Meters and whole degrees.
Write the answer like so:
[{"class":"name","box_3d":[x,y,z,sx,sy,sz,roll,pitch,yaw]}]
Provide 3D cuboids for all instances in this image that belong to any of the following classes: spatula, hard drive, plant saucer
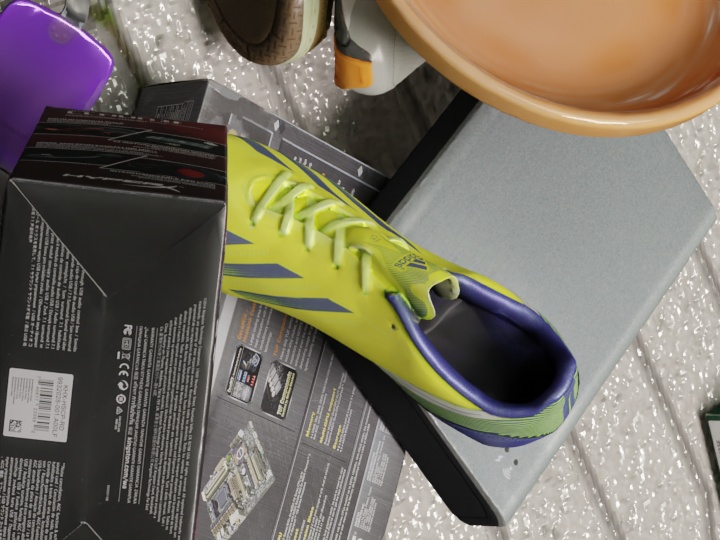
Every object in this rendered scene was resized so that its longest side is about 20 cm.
[{"class":"spatula","box_3d":[-0.105,-0.133,1.109,0.057,0.021,0.200,31,75,-30]},{"class":"hard drive","box_3d":[0.070,-0.008,1.207,0.140,0.033,0.200,54,55,-26]},{"class":"plant saucer","box_3d":[0.081,-0.141,1.151,0.200,0.037,0.200,9,62,-18]}]

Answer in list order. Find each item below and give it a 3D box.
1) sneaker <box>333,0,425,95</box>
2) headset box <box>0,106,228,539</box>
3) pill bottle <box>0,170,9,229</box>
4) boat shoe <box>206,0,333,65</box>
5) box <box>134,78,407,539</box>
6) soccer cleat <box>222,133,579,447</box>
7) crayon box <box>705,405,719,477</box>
[{"class":"sneaker","box_3d":[0.056,-0.140,1.192,0.076,0.092,0.200,91,24,-44]},{"class":"headset box","box_3d":[-0.090,0.026,0.979,0.075,0.200,0.149,6,100,-4]},{"class":"pill bottle","box_3d":[-0.194,0.051,0.977,0.116,0.116,0.200,29,70,-38]},{"class":"boat shoe","box_3d":[-0.031,-0.188,1.164,0.076,0.072,0.200,-10,95,-47]},{"class":"box","box_3d":[-0.046,0.042,1.154,0.158,0.048,0.200,26,70,-38]},{"class":"soccer cleat","box_3d":[0.001,-0.001,1.077,0.200,0.084,0.065,33,72,-3]},{"class":"crayon box","box_3d":[0.273,0.138,1.432,0.173,0.058,0.200,-24,105,-41]}]
